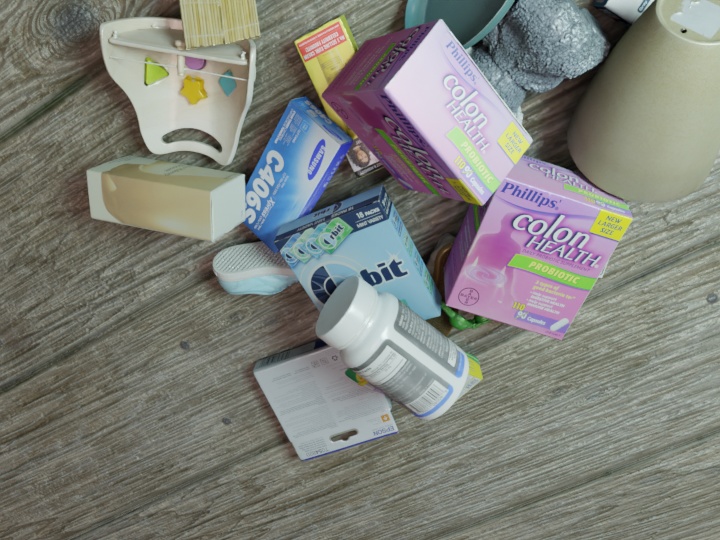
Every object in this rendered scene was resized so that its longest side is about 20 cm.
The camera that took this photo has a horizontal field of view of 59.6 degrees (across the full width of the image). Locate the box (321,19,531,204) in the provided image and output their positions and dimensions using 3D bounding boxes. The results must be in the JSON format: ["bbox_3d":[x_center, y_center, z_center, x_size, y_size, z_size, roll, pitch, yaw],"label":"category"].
[{"bbox_3d":[0.071,-0.183,0.751,0.176,0.199,0.097,43,83,-26],"label":"box"}]

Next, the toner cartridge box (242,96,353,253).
[{"bbox_3d":[-0.099,-0.130,0.886,0.095,0.043,0.201,41,122,9],"label":"toner cartridge box"}]

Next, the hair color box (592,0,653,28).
[{"bbox_3d":[0.406,-0.327,0.786,0.197,0.061,0.101,28,113,-9],"label":"hair color box"}]

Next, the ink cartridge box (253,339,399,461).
[{"bbox_3d":[-0.055,0.214,1.071,0.195,0.041,0.203,-19,112,12],"label":"ink cartridge box"}]

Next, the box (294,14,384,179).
[{"bbox_3d":[-0.013,-0.235,0.862,0.074,0.050,0.203,-20,111,13],"label":"box"}]

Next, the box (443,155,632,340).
[{"bbox_3d":[0.225,-0.033,0.837,0.172,0.097,0.203,17,122,-5],"label":"box"}]

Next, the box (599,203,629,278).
[{"bbox_3d":[0.268,-0.072,0.910,0.195,0.060,0.119,10,115,-1],"label":"box"}]

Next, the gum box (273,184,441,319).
[{"bbox_3d":[0.000,0.000,0.884,0.167,0.045,0.202,-18,122,24],"label":"gum box"}]

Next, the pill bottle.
[{"bbox_3d":[0.042,0.103,0.853,0.199,0.114,0.114,38,112,-18],"label":"pill bottle"}]

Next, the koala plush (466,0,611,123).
[{"bbox_3d":[0.185,-0.261,0.783,0.177,0.185,0.199,42,123,-15],"label":"koala plush"}]

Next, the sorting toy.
[{"bbox_3d":[-0.233,-0.236,0.857,0.195,0.108,0.183,9,122,-1],"label":"sorting toy"}]

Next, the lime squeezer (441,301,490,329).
[{"bbox_3d":[0.174,0.053,0.962,0.195,0.038,0.073,-1,91,-18],"label":"lime squeezer"}]

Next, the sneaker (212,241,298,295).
[{"bbox_3d":[-0.125,-0.002,0.976,0.195,0.075,0.083,-3,144,0],"label":"sneaker"}]

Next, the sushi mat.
[{"bbox_3d":[-0.182,-0.375,0.773,0.093,0.012,0.205,-8,86,-4],"label":"sushi mat"}]

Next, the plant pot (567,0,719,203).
[{"bbox_3d":[0.355,-0.214,0.725,0.182,0.191,0.201,0,152,4],"label":"plant pot"}]

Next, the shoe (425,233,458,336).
[{"bbox_3d":[0.119,0.037,0.980,0.068,0.054,0.204,3,120,-21],"label":"shoe"}]

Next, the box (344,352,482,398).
[{"bbox_3d":[0.082,0.155,0.993,0.197,0.049,0.118,24,127,-28],"label":"box"}]

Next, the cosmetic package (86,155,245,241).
[{"bbox_3d":[-0.271,-0.105,0.886,0.195,0.105,0.073,10,114,13],"label":"cosmetic package"}]

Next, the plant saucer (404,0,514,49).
[{"bbox_3d":[0.128,-0.341,0.740,0.027,0.202,0.201,19,119,-36],"label":"plant saucer"}]
